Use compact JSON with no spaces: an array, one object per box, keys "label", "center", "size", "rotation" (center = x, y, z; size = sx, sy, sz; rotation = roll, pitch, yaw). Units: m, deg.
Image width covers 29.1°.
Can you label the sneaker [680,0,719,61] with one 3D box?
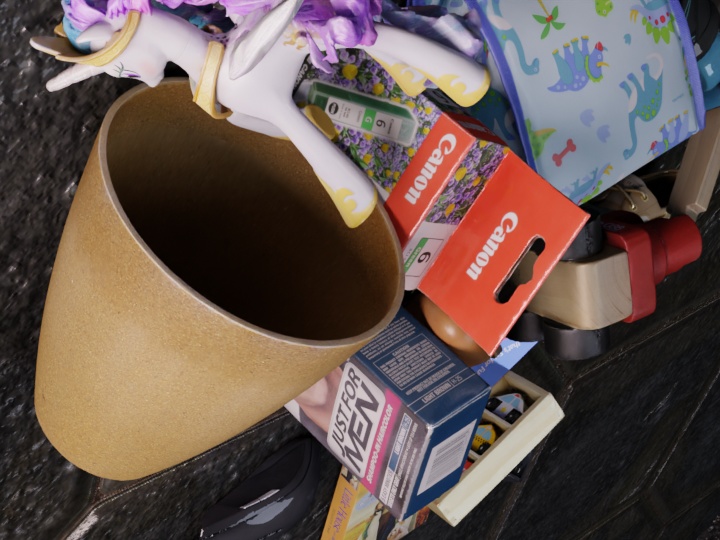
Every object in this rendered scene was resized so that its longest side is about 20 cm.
[{"label":"sneaker","center":[0.207,-0.159,1.115],"size":[0.201,0.075,0.079],"rotation":[-53,143,-7]}]

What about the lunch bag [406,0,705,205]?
[{"label":"lunch bag","center":[0.121,-0.155,0.922],"size":[0.170,0.127,0.201],"rotation":[-33,120,-28]}]

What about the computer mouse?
[{"label":"computer mouse","center":[-0.100,0.237,1.192],"size":[0.199,0.046,0.141],"rotation":[-34,149,-26]}]

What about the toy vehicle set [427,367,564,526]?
[{"label":"toy vehicle set","center":[0.066,0.123,1.144],"size":[0.124,0.200,0.027],"rotation":[-44,117,-11]}]

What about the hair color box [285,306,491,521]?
[{"label":"hair color box","center":[-0.012,0.058,0.914],"size":[0.060,0.200,0.100],"rotation":[-27,146,-35]}]

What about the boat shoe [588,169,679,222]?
[{"label":"boat shoe","center":[0.246,-0.059,1.299],"size":[0.199,0.073,0.070],"rotation":[-17,128,-47]}]

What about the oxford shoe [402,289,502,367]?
[{"label":"oxford shoe","center":[0.047,0.053,0.959],"size":[0.071,0.071,0.200],"rotation":[-42,179,-10]}]

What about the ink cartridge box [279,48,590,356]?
[{"label":"ink cartridge box","center":[0.027,-0.051,0.827],"size":[0.050,0.200,0.109],"rotation":[4,123,-58]}]

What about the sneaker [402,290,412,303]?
[{"label":"sneaker","center":[0.003,0.001,0.964],"size":[0.060,0.104,0.201],"rotation":[21,107,-14]}]

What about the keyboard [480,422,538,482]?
[{"label":"keyboard","center":[0.069,0.159,1.158],"size":[0.040,0.199,0.104],"rotation":[51,56,-26]}]

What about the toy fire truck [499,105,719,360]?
[{"label":"toy fire truck","center":[0.175,-0.041,1.010],"size":[0.199,0.176,0.130],"rotation":[-19,110,-27]}]

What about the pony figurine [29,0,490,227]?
[{"label":"pony figurine","center":[-0.037,-0.123,0.682],"size":[0.199,0.167,0.193],"rotation":[22,130,-31]}]

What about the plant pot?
[{"label":"plant pot","center":[-0.104,0.026,0.794],"size":[0.186,0.187,0.200],"rotation":[-13,152,-48]}]

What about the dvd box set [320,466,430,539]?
[{"label":"dvd box set","center":[0.030,0.213,1.372],"size":[0.146,0.029,0.201],"rotation":[-26,146,-36]}]

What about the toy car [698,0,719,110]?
[{"label":"toy car","center":[0.397,-0.179,1.209],"size":[0.184,0.200,0.177],"rotation":[-45,153,-5]}]

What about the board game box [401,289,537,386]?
[{"label":"board game box","center":[0.074,0.029,1.101],"size":[0.200,0.045,0.135],"rotation":[-43,117,-10]}]
